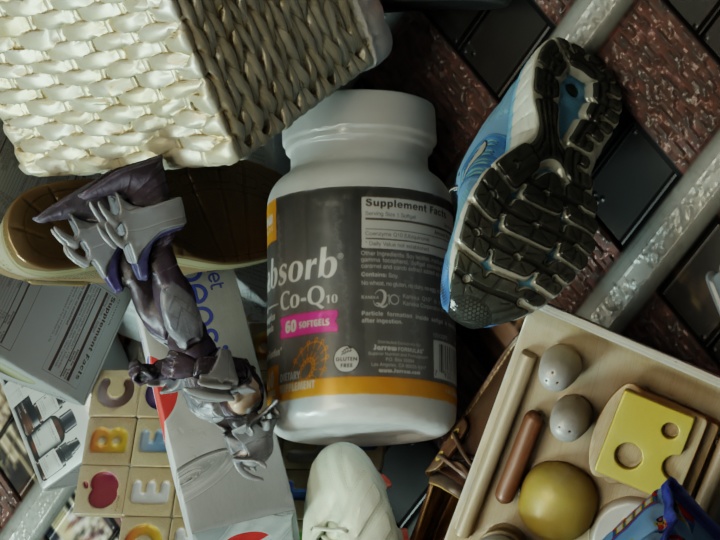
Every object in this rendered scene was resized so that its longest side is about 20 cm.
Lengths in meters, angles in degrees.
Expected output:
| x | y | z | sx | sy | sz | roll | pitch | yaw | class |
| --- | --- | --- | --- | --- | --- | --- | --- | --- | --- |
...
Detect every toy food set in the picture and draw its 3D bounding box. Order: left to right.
| x | y | z | sx | sy | sz | roll | pitch | yaw | class |
| --- | --- | --- | --- | --- | --- | --- | --- | --- | --- |
| 0.129 | 0.129 | 1.613 | 0.143 | 0.060 | 0.201 | 22 | 110 | 8 | toy food set |

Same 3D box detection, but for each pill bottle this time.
| x | y | z | sx | sy | sz | roll | pitch | yaw | class |
| --- | --- | --- | --- | --- | --- | --- | --- | --- | --- |
| 0.000 | 0.000 | 1.707 | 0.116 | 0.116 | 0.202 | -12 | 74 | 40 | pill bottle |

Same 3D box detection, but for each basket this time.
| x | y | z | sx | sy | sz | roll | pitch | yaw | class |
| --- | --- | --- | --- | --- | --- | --- | --- | --- | --- |
| -0.121 | -0.172 | 1.672 | 0.199 | 0.161 | 0.199 | -1 | 122 | 40 | basket |

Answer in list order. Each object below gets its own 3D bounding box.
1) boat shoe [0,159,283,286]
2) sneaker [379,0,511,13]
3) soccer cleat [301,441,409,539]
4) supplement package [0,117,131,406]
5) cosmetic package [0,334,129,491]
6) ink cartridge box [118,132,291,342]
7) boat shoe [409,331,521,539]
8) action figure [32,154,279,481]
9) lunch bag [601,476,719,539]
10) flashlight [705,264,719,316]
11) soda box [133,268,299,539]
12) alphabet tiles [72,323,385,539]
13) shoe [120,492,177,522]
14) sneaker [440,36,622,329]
| x | y | z | sx | sy | sz | roll | pitch | yaw | class |
| --- | --- | --- | --- | --- | --- | --- | --- | --- | --- |
| -0.131 | -0.028 | 1.741 | 0.064 | 0.199 | 0.072 | 146 | 118 | -61 | boat shoe |
| 0.015 | -0.214 | 1.726 | 0.200 | 0.067 | 0.109 | 4 | 89 | 42 | sneaker |
| -0.015 | 0.204 | 1.687 | 0.069 | 0.077 | 0.202 | -4 | 88 | 51 | soccer cleat |
| -0.255 | -0.031 | 1.803 | 0.151 | 0.200 | 0.152 | 15 | 78 | 39 | supplement package |
| -0.215 | 0.042 | 1.949 | 0.082 | 0.050 | 0.201 | -35 | 71 | 36 | cosmetic package |
| -0.098 | -0.038 | 1.860 | 0.162 | 0.057 | 0.201 | 19 | 125 | 38 | ink cartridge box |
| 0.078 | 0.123 | 1.689 | 0.072 | 0.067 | 0.201 | 37 | 115 | 36 | boat shoe |
| -0.106 | 0.036 | 1.648 | 0.201 | 0.069 | 0.130 | 61 | 157 | -6 | action figure |
| 0.189 | 0.243 | 1.569 | 0.200 | 0.094 | 0.151 | 41 | 110 | -8 | lunch bag |
| 0.254 | 0.081 | 1.543 | 0.068 | 0.068 | 0.201 | -30 | 79 | 36 | flashlight |
| -0.092 | 0.082 | 1.755 | 0.064 | 0.068 | 0.201 | 87 | 169 | -60 | soda box |
| -0.081 | 0.109 | 1.784 | 0.198 | 0.006 | 0.168 | 0 | 65 | 16 | alphabet tiles |
| -0.060 | 0.187 | 1.799 | 0.199 | 0.091 | 0.072 | 28 | 111 | 36 | shoe |
| 0.090 | -0.037 | 1.624 | 0.078 | 0.201 | 0.090 | 35 | 140 | -11 | sneaker |
